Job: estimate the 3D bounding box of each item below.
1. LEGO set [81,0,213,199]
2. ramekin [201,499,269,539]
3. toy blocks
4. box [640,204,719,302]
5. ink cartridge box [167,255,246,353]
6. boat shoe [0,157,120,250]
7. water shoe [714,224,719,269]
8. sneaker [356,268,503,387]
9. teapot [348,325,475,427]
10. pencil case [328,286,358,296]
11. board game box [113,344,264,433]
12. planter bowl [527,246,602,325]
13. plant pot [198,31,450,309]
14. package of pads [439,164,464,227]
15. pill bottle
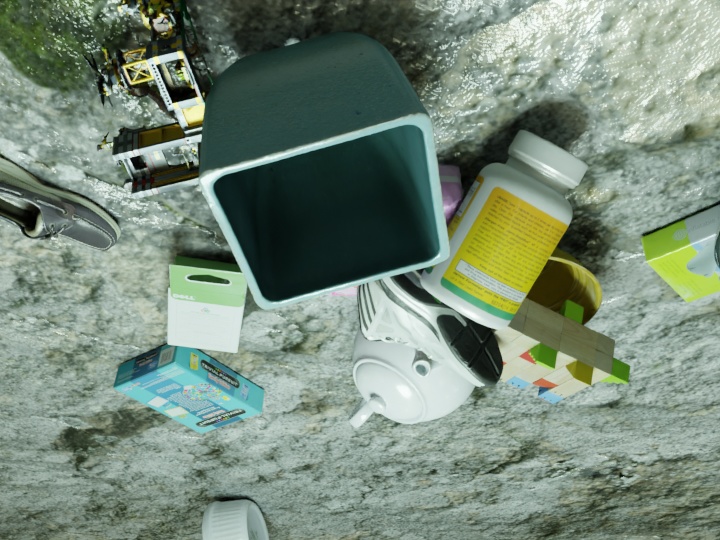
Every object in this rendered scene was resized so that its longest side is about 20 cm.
[{"bbox_3d":[-0.205,-0.167,0.773,0.116,0.154,0.200,-13,147,0],"label":"LEGO set"},{"bbox_3d":[-0.266,0.598,1.767,0.094,0.203,0.202,-16,141,5],"label":"ramekin"},{"bbox_3d":[0.217,0.104,1.023,0.200,0.100,0.137,25,148,-11],"label":"toy blocks"},{"bbox_3d":[0.466,-0.037,0.984,0.200,0.048,0.122,-27,134,35],"label":"box"},{"bbox_3d":[-0.212,0.035,1.119,0.104,0.059,0.200,8,142,-7],"label":"ink cartridge box"},{"bbox_3d":[-0.393,-0.069,0.991,0.072,0.065,0.200,-30,133,34],"label":"boat shoe"},{"bbox_3d":[0.433,-0.076,0.865,0.071,0.079,0.200,8,124,17],"label":"water shoe"},{"bbox_3d":[0.076,0.073,0.976,0.201,0.076,0.115,47,138,-2],"label":"sneaker"},{"bbox_3d":[0.058,0.144,1.122,0.197,0.146,0.200,13,136,37],"label":"teapot"},{"bbox_3d":[0.000,0.000,1.036,0.200,0.088,0.087,1,143,0],"label":"pencil case"},{"bbox_3d":[-0.285,0.199,1.353,0.151,0.047,0.200,-23,136,30],"label":"board game box"},{"bbox_3d":[0.202,0.010,1.034,0.200,0.084,0.200,2,144,1],"label":"planter bowl"},{"bbox_3d":[-0.040,-0.116,0.777,0.196,0.200,0.196,-15,141,1],"label":"plant pot"},{"bbox_3d":[0.019,-0.068,0.952,0.200,0.076,0.121,2,140,2],"label":"package of pads"},{"bbox_3d":[0.160,-0.046,0.879,0.113,0.113,0.200,24,100,-25],"label":"pill bottle"}]
